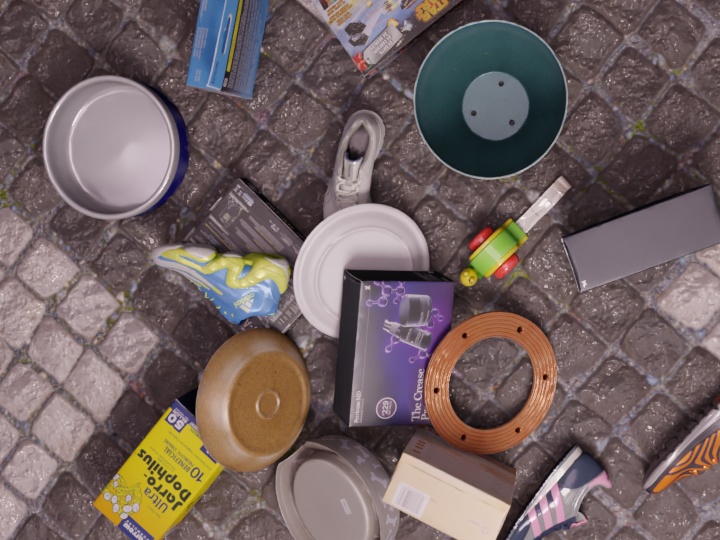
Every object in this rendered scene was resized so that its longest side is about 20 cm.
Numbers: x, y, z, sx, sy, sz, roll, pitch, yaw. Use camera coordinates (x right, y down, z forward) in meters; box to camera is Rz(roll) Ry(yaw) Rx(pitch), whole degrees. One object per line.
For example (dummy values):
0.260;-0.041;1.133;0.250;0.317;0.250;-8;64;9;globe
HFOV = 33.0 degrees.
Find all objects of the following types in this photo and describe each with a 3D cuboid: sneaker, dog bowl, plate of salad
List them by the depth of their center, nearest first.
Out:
0.478;0.252;1.623;0.200;0.078;0.112;-45;85;10;sneaker
0.265;0.340;1.670;0.082;0.070;0.201;37;101;8;sneaker
-0.016;-0.123;1.679;0.074;0.087;0.202;8;97;6;sneaker
0.000;0.000;1.679;0.198;0.048;0.202;-7;113;-16;plate of salad
-0.198;0.021;1.681;0.198;0.076;0.106;8;96;9;sneaker
-0.029;0.320;1.681;0.199;0.058;0.202;19;120;37;dog bowl
-0.348;-0.175;1.737;0.198;0.079;0.203;1;94;9;dog bowl

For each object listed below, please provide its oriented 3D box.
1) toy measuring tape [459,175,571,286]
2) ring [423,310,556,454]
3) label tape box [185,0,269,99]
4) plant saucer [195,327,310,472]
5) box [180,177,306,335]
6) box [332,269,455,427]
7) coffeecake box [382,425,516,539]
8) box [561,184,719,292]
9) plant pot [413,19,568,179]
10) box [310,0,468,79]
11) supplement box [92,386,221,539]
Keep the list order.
0.209;-0.051;1.653;0.200;0.074;0.074;-45;86;10;toy measuring tape
0.176;0.152;1.659;0.198;0.019;0.203;-5;104;-19;ring
-0.187;-0.313;1.638;0.065;0.200;0.145;12;96;10;label tape box
-0.136;0.181;1.674;0.035;0.199;0.203;8;96;47;plant saucer
-0.152;-0.006;1.732;0.200;0.044;0.160;44;100;5;box
0.044;0.105;1.652;0.140;0.079;0.202;1;101;-17;box
0.124;0.287;1.625;0.152;0.200;0.074;25;97;8;coffeecake box
0.367;-0.042;1.583;0.198;0.141;0.080;-20;91;10;box
0.175;-0.223;1.614;0.198;0.135;0.203;1;94;9;plant pot
0.047;-0.380;1.674;0.199;0.040;0.138;-36;86;10;box
-0.269;0.284;1.739;0.109;0.109;0.201;40;100;5;supplement box
